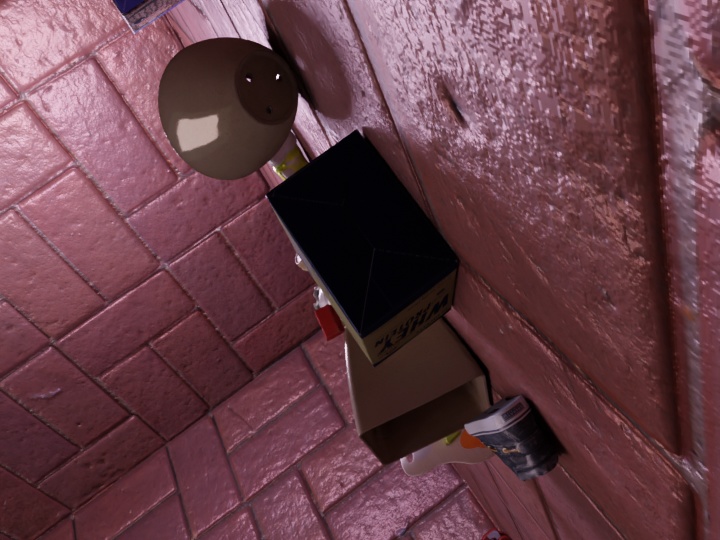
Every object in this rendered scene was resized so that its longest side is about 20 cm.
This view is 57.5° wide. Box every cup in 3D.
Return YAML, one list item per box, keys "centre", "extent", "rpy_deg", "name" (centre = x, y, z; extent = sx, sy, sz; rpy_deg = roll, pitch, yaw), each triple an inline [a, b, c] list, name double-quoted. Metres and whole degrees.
- centre: [-0.166, -0.239, 0.924]
  extent: [0.142, 0.200, 0.203]
  rpy_deg: [-2, 126, 52]
  name: "cup"

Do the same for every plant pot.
- centre: [0.076, 0.161, 1.033]
  extent: [0.201, 0.196, 0.180]
  rpy_deg: [64, -178, -59]
  name: "plant pot"

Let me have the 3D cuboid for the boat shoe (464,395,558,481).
- centre: [0.193, 0.223, 0.858]
  extent: [0.092, 0.070, 0.201]
  rpy_deg: [59, 173, 12]
  name: "boat shoe"

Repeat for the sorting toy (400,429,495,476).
- centre: [0.142, 0.313, 1.280]
  extent: [0.108, 0.178, 0.200]
  rpy_deg: [57, 174, -25]
  name: "sorting toy"

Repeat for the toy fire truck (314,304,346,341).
- centre: [0.007, 0.069, 1.121]
  extent: [0.050, 0.139, 0.200]
  rpy_deg: [62, -174, 12]
  name: "toy fire truck"

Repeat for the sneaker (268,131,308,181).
- centre: [-0.141, -0.210, 1.318]
  extent: [0.202, 0.075, 0.105]
  rpy_deg: [55, 175, 3]
  name: "sneaker"

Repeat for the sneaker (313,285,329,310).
- centre: [-0.037, -0.009, 1.301]
  extent: [0.088, 0.073, 0.206]
  rpy_deg: [17, 105, 51]
  name: "sneaker"

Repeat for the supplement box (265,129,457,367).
- centre: [0.007, -0.016, 0.805]
  extent: [0.202, 0.133, 0.200]
  rpy_deg: [54, 174, 17]
  name: "supplement box"

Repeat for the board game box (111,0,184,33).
- centre: [-0.411, -0.558, 1.266]
  extent: [0.098, 0.158, 0.200]
  rpy_deg: [56, 175, -16]
  name: "board game box"

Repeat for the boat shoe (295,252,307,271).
- centre: [-0.082, -0.076, 1.105]
  extent: [0.201, 0.063, 0.074]
  rpy_deg: [122, 148, -47]
  name: "boat shoe"

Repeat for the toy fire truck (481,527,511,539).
- centre: [0.528, 1.108, 2.513]
  extent: [0.202, 0.166, 0.112]
  rpy_deg: [55, 174, 8]
  name: "toy fire truck"
